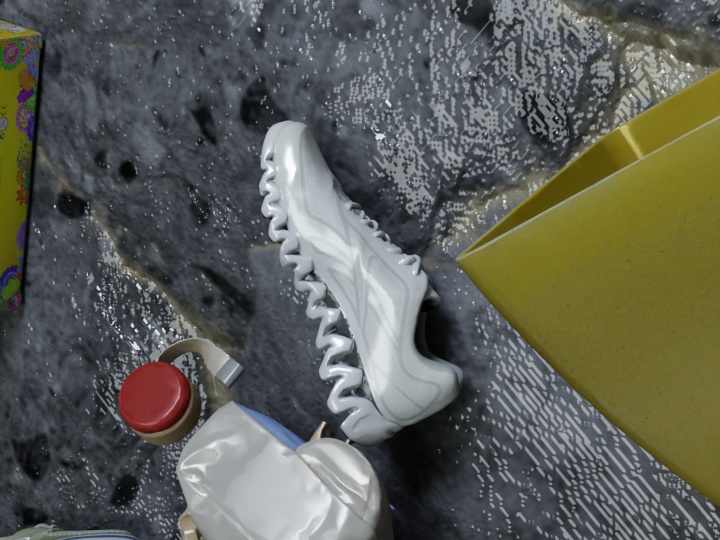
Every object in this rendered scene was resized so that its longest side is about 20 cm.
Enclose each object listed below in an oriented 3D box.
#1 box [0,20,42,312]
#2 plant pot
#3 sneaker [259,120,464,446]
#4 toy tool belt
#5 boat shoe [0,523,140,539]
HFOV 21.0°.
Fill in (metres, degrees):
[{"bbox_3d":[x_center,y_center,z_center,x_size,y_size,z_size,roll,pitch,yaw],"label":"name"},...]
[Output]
[{"bbox_3d":[-0.335,-0.083,1.338,0.192,0.122,0.200,20,112,32],"label":"box"},{"bbox_3d":[0.203,-0.004,0.940,0.200,0.200,0.177,-29,95,36],"label":"plant pot"},{"bbox_3d":[0.000,0.000,1.160,0.081,0.075,0.200,-22,85,17],"label":"sneaker"},{"bbox_3d":[-0.057,0.140,1.196,0.200,0.123,0.125,35,79,29],"label":"toy tool belt"},{"bbox_3d":[-0.232,0.209,1.371,0.200,0.062,0.072,-17,136,24],"label":"boat shoe"}]
